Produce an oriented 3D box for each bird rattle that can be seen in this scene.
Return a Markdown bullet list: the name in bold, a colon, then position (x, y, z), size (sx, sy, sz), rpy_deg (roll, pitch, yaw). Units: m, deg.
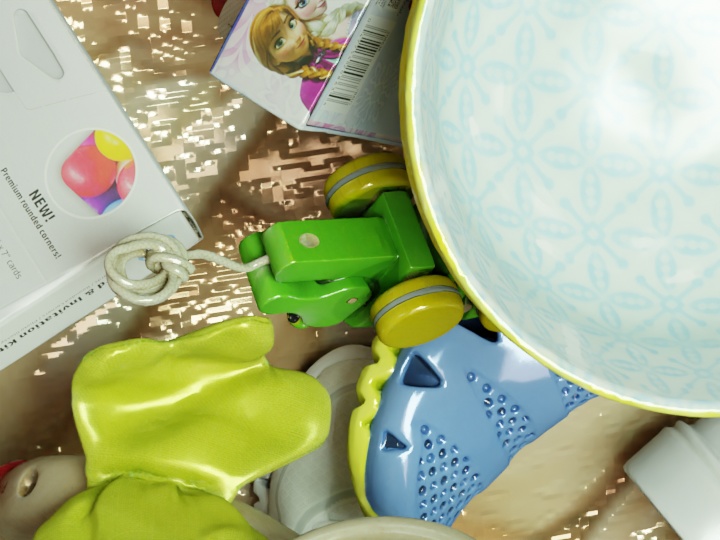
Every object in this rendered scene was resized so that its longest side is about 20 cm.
- **bird rattle**: position (-0.086, 0.100, 1.044), size (0.163, 0.200, 0.113), rpy_deg (38, 52, -30)

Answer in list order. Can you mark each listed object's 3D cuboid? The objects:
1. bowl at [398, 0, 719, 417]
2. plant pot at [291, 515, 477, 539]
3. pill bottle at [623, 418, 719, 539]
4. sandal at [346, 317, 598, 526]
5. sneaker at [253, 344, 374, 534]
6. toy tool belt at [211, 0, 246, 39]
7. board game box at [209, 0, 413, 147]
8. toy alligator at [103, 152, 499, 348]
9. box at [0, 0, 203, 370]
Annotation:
- **bowl**: position (0.099, -0.057, 0.956), size (0.200, 0.108, 0.201), rpy_deg (-1, 93, -13)
- **plant pot**: position (0.012, 0.184, 0.970), size (0.187, 0.187, 0.200), rpy_deg (-13, 130, -9)
- **pill bottle**: position (0.201, 0.042, 1.127), size (0.200, 0.112, 0.112), rpy_deg (-41, 112, 1)
- **sandal**: position (0.071, 0.016, 1.069), size (0.200, 0.087, 0.079), rpy_deg (-55, 151, -9)
- **sneaker**: position (-0.007, 0.128, 1.121), size (0.075, 0.081, 0.200), rpy_deg (8, 103, -14)
- **toy tool belt**: position (-0.021, -0.175, 1.018), size (0.123, 0.125, 0.200), rpy_deg (31, 96, 19)
- **board game box**: position (0.050, -0.135, 1.001), size (0.041, 0.199, 0.200), rpy_deg (32, 99, 20)
- **toy alligator**: position (0.000, 0.000, 0.995), size (0.200, 0.059, 0.054), rpy_deg (-8, 153, -27)
- **box**: position (-0.178, -0.023, 1.008), size (0.200, 0.041, 0.156), rpy_deg (-34, 73, -1)
